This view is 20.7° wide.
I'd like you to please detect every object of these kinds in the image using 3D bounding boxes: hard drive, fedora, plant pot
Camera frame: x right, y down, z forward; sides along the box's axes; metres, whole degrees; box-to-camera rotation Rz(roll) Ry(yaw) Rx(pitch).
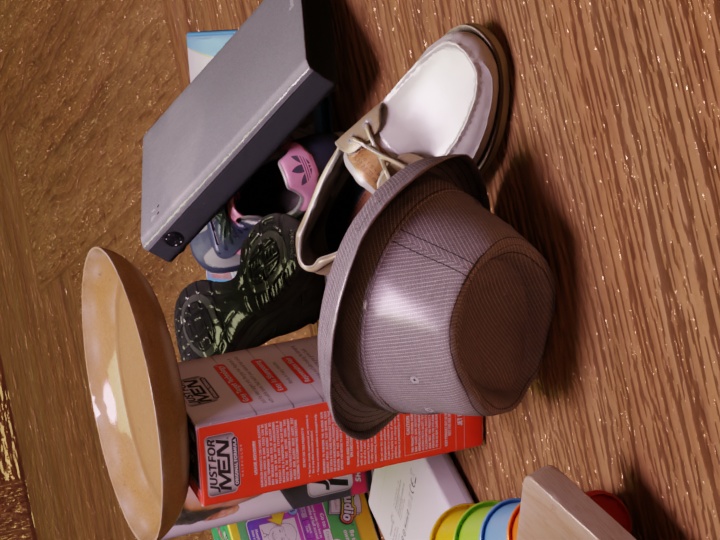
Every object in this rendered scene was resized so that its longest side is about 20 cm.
[{"bbox_3d":[-0.091,-0.117,1.446,0.200,0.033,0.140,-44,31,28],"label":"hard drive"},{"bbox_3d":[0.058,0.199,1.396,0.132,0.027,0.200,99,154,-43],"label":"hard drive"},{"bbox_3d":[0.057,0.028,1.168,0.090,0.177,0.200,24,152,28],"label":"fedora"},{"bbox_3d":[-0.148,0.081,1.308,0.200,0.027,0.201,171,90,-72],"label":"plant pot"}]

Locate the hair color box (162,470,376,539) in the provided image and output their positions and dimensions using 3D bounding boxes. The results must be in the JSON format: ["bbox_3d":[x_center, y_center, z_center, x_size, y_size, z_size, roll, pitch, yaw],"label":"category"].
[{"bbox_3d":[-0.077,0.128,1.477,0.061,0.199,0.099,-147,49,-65],"label":"hair color box"}]

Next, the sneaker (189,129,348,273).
[{"bbox_3d":[-0.083,-0.050,1.477,0.200,0.082,0.070,-33,76,44],"label":"sneaker"}]

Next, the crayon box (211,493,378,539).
[{"bbox_3d":[-0.044,0.236,1.568,0.058,0.118,0.201,119,138,-61],"label":"crayon box"}]

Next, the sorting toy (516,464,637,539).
[{"bbox_3d":[0.130,0.246,1.077,0.200,0.069,0.199,42,141,41],"label":"sorting toy"}]

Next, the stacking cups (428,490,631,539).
[{"bbox_3d":[0.108,0.164,1.204,0.200,0.060,0.061,154,105,-65],"label":"stacking cups"}]

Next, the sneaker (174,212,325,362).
[{"bbox_3d":[-0.068,0.026,1.476,0.200,0.091,0.076,-36,62,45],"label":"sneaker"}]

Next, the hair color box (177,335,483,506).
[{"bbox_3d":[-0.028,0.090,1.317,0.102,0.199,0.061,-136,41,-60],"label":"hair color box"}]

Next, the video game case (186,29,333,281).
[{"bbox_3d":[-0.075,-0.087,1.532,0.143,0.018,0.201,4,101,44],"label":"video game case"}]

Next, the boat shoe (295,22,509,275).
[{"bbox_3d":[0.024,-0.065,1.219,0.075,0.068,0.200,49,132,23],"label":"boat shoe"}]

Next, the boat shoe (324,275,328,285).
[{"bbox_3d":[0.000,0.000,1.381,0.067,0.073,0.201,-124,29,-45],"label":"boat shoe"}]
